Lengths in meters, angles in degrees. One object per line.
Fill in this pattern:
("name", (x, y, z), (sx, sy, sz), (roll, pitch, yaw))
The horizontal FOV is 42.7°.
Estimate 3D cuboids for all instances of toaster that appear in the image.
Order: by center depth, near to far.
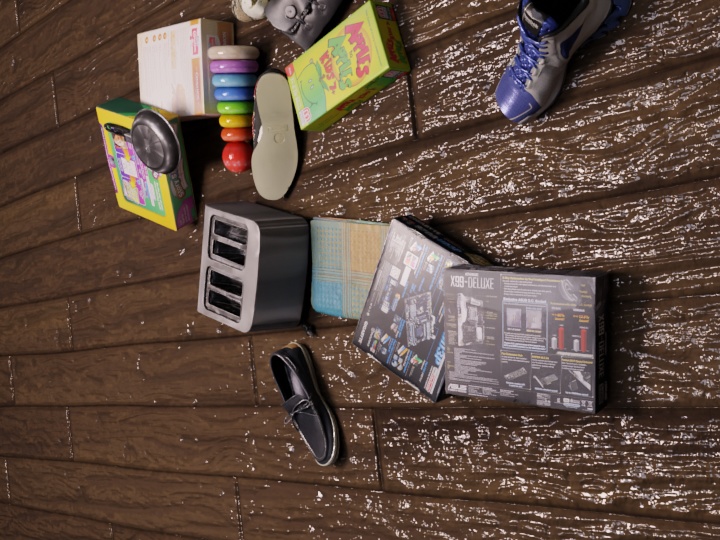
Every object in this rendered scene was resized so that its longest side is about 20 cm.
("toaster", (-0.167, -0.004, 1.458), (0.198, 0.117, 0.184), (18, 107, 43))

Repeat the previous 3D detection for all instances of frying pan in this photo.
("frying pan", (-0.373, -0.233, 1.549), (0.189, 0.031, 0.116), (36, 135, 17))

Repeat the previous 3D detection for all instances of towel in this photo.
("towel", (0.000, 0.000, 1.357), (0.198, 0.021, 0.150), (7, 99, 43))

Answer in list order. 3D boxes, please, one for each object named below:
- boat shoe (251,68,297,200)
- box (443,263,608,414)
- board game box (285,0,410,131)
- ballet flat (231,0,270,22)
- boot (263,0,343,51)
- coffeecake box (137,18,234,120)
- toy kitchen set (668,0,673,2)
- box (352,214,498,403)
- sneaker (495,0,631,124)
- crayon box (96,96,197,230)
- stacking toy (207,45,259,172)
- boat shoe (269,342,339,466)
("boat shoe", (-0.134, -0.214, 1.451), (0.063, 0.072, 0.205), (-97, 8, -68))
("box", (0.195, 0.078, 1.105), (0.197, 0.049, 0.161), (3, 99, 33))
("board game box", (-0.023, -0.292, 1.335), (0.199, 0.047, 0.103), (-26, 74, 44))
("ballet flat", (-0.141, -0.445, 1.425), (0.200, 0.067, 0.076), (-43, 40, 37))
("boot", (-0.080, -0.448, 1.343), (0.165, 0.065, 0.200), (47, 130, 5))
("coffeecake box", (-0.303, -0.342, 1.601), (0.198, 0.072, 0.157), (4, 98, 46))
("toy kitchen set", (0.383, -0.381, 0.909), (0.161, 0.182, 0.200), (29, 159, 1))
("box", (0.084, 0.050, 1.240), (0.158, 0.046, 0.203), (32, 116, 30))
("sneaker", (0.206, -0.266, 1.054), (0.200, 0.114, 0.081), (-50, 59, 36))
("crayon box", (-0.381, -0.192, 1.649), (0.171, 0.058, 0.203), (20, 129, 35))
("stacking toy", (-0.206, -0.262, 1.508), (0.085, 0.085, 0.204), (10, 104, 44))
("boat shoe", (-0.091, 0.211, 1.439), (0.074, 0.062, 0.203), (-33, 71, 40))
